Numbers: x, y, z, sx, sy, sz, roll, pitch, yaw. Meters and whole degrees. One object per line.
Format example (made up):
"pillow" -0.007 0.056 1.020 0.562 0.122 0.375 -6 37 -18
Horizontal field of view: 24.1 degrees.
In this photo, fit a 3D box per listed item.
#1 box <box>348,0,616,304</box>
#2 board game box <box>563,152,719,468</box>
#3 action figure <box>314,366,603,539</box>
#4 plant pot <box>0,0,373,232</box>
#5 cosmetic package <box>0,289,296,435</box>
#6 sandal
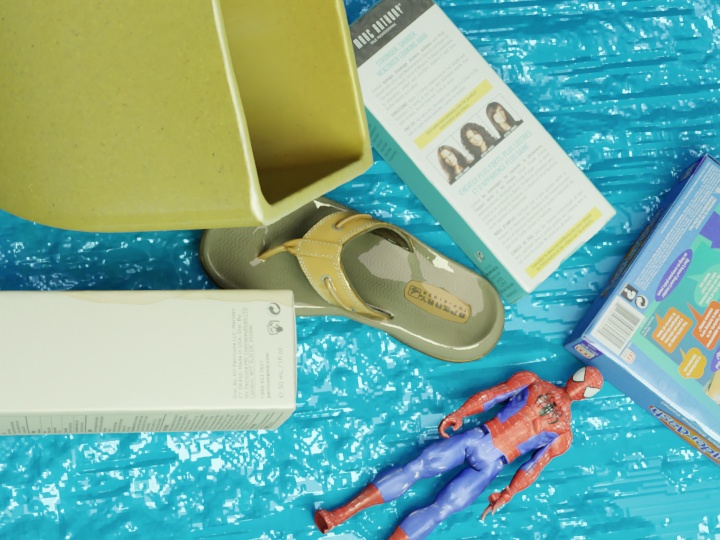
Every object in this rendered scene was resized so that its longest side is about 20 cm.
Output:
"box" 0.063 -0.081 1.069 0.082 0.049 0.200 -40 88 -15
"board game box" 0.253 0.047 1.079 0.200 0.045 0.152 38 75 0
"action figure" 0.069 0.117 1.035 0.199 0.052 0.066 -33 82 -16
"plant pot" -0.129 -0.122 0.959 0.198 0.194 0.197 -9 99 20
"cosmetic package" -0.141 0.055 0.981 0.198 0.104 0.074 1 78 -11
"sandal" 0.000 0.000 1.040 0.199 0.054 0.081 20 76 -5
